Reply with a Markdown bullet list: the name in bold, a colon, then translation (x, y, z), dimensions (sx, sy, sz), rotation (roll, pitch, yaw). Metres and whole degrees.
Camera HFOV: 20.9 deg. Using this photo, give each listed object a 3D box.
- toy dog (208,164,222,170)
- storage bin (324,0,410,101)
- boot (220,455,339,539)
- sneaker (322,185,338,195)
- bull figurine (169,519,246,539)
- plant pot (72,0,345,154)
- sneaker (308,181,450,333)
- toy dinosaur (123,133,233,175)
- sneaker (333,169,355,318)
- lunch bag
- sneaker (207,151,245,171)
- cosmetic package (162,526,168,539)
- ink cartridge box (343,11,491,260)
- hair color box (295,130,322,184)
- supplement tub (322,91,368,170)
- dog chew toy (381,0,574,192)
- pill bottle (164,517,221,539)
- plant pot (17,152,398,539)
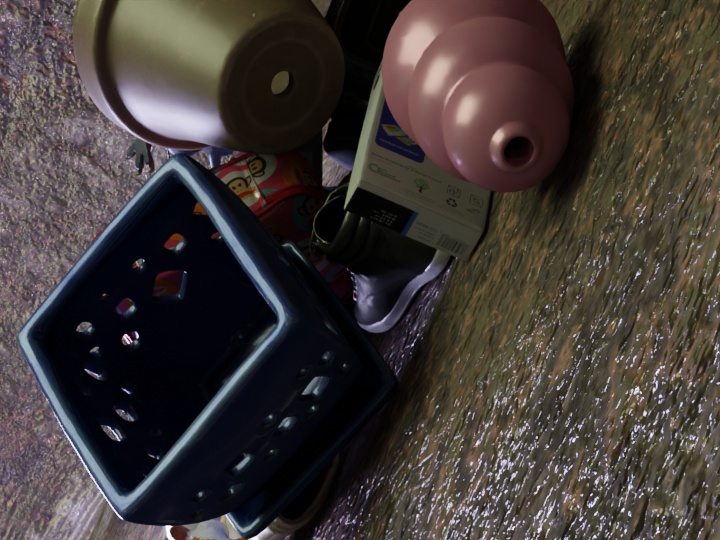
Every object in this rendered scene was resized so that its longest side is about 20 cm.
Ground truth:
- **toy dog**: translation (-0.091, -0.025, 1.921), dimensions (0.132, 0.199, 0.097), rotation (-34, -44, -59)
- **storage bin**: translation (0.057, -0.235, 1.605), dimensions (0.094, 0.134, 0.201), rotation (150, 141, -76)
- **boot**: translation (-0.062, 0.143, 1.603), dimensions (0.156, 0.072, 0.201), rotation (125, 163, -56)
- **sneaker**: translation (-0.063, 0.009, 1.754), dimensions (0.079, 0.129, 0.200), rotation (-121, 54, -81)
- **bull figurine**: translation (-0.099, 0.253, 1.477), dimensions (0.200, 0.065, 0.122), rotation (-6, 72, 64)
- **plant pot**: translation (-0.101, -0.170, 1.537), dimensions (0.174, 0.199, 0.201), rotation (35, 105, 49)
- **sneaker**: translation (0.003, -0.014, 1.519), dimensions (0.200, 0.099, 0.071), rotation (128, 160, -65)
- **toy dinosaur**: translation (-0.130, -0.117, 1.719), dimensions (0.200, 0.181, 0.106), rotation (-44, 63, 37)
- **sneaker**: translation (0.000, 0.000, 1.672), dimensions (0.087, 0.076, 0.201), rotation (31, 91, 52)
- **lunch bag**: translation (-0.106, 0.004, 1.592), dimensions (0.082, 0.199, 0.177), rotation (62, 178, 39)
- **sneaker**: translation (-0.132, -0.030, 1.673), dimensions (0.079, 0.095, 0.200), rotation (58, 154, 23)
- **cosmetic package**: translation (-0.122, 0.173, 1.895), dimensions (0.105, 0.071, 0.201), rotation (-103, 36, -74)
- **ink cartridge box**: translation (0.052, -0.102, 1.437), dimensions (0.201, 0.099, 0.039), rotation (-76, 11, -45)
- **hair color box**: translation (-0.064, -0.141, 1.739), dimensions (0.201, 0.060, 0.100), rotation (-92, 3, -53)
- **supplement tub**: translation (0.029, -0.189, 1.769), dimensions (0.107, 0.106, 0.201), rotation (135, 154, -68)
- **dog chew toy**: translation (0.082, -0.113, 1.250), dimensions (0.200, 0.124, 0.125), rotation (-109, 41, -64)
- **pill bottle**: translation (-0.135, 0.134, 1.737), dimensions (0.114, 0.113, 0.202), rotation (-128, 33, -80)
- **plant pot**: translation (-0.102, 0.068, 1.447), dimensions (0.200, 0.179, 0.200), rotation (-47, 52, 11)
